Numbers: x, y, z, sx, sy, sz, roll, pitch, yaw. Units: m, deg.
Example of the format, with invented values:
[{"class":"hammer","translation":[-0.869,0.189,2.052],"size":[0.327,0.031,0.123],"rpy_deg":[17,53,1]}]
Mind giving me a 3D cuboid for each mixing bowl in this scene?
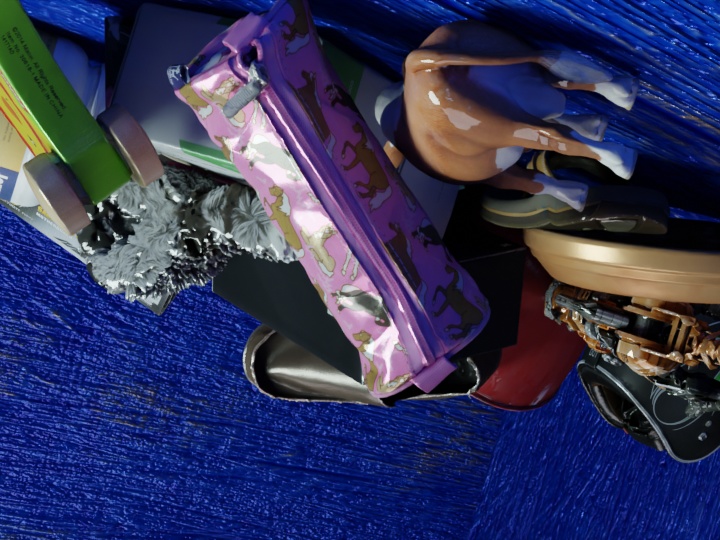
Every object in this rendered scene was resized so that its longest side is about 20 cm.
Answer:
[{"class":"mixing bowl","translation":[0.127,0.002,0.957],"size":[0.199,0.202,0.108],"rpy_deg":[18,136,-31]}]

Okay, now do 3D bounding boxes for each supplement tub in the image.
[{"class":"supplement tub","translation":[-0.306,-0.137,0.953],"size":[0.198,0.146,0.144],"rpy_deg":[17,179,-17]}]

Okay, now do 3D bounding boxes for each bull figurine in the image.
[{"class":"bull figurine","translation":[0.064,-0.073,0.575],"size":[0.120,0.066,0.200],"rpy_deg":[13,-179,1]}]

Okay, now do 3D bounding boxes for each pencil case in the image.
[{"class":"pencil case","translation":[-0.011,-0.035,0.585],"size":[0.082,0.201,0.087],"rpy_deg":[-22,-164,43]}]

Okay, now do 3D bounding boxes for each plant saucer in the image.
[{"class":"plant saucer","translation":[0.208,-0.009,0.790],"size":[0.197,0.038,0.200],"rpy_deg":[3,-170,-1]}]

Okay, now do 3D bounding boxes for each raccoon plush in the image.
[{"class":"raccoon plush","translation":[-0.095,-0.019,0.788],"size":[0.198,0.098,0.134],"rpy_deg":[20,-172,26]}]

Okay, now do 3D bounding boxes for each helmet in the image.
[{"class":"helmet","translation":[0.360,0.100,1.308],"size":[0.200,0.190,0.200],"rpy_deg":[48,170,11]}]

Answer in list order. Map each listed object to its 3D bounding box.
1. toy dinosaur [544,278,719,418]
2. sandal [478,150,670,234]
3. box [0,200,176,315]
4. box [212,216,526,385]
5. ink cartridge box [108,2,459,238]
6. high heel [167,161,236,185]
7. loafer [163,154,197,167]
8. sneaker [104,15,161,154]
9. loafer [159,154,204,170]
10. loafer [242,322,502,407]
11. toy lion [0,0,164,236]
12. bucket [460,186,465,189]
[{"class":"toy dinosaur","translation":[0.210,0.049,0.808],"size":[0.135,0.103,0.200],"rpy_deg":[17,-157,-30]},{"class":"sandal","translation":[0.131,-0.052,0.725],"size":[0.081,0.055,0.200],"rpy_deg":[2,-178,-8]},{"class":"box","translation":[-0.219,-0.076,1.084],"size":[0.199,0.159,0.048],"rpy_deg":[36,141,-1]},{"class":"box","translation":[0.000,0.000,0.840],"size":[0.140,0.080,0.199],"rpy_deg":[-13,-155,-33]},{"class":"ink cartridge box","translation":[-0.037,-0.089,0.745],"size":[0.145,0.085,0.199],"rpy_deg":[17,179,34]},{"class":"high heel","translation":[-0.101,-0.040,0.911],"size":[0.095,0.068,0.199],"rpy_deg":[11,179,35]},{"class":"loafer","translation":[-0.089,-0.106,0.949],"size":[0.198,0.077,0.068],"rpy_deg":[16,173,17]},{"class":"sneaker","translation":[-0.127,-0.132,0.830],"size":[0.085,0.081,0.200],"rpy_deg":[-3,180,2]},{"class":"loafer","translation":[-0.139,-0.091,1.062],"size":[0.199,0.072,0.073],"rpy_deg":[-11,-161,-41]},{"class":"loafer","translation":[0.006,0.064,0.869],"size":[0.197,0.074,0.071],"rpy_deg":[-5,-165,8]},{"class":"toy lion","translation":[-0.199,-0.117,0.663],"size":[0.191,0.068,0.201],"rpy_deg":[37,159,52]},{"class":"bucket","translation":[0.061,-0.023,1.151],"size":[0.205,0.136,0.207],"rpy_deg":[17,179,0]}]
